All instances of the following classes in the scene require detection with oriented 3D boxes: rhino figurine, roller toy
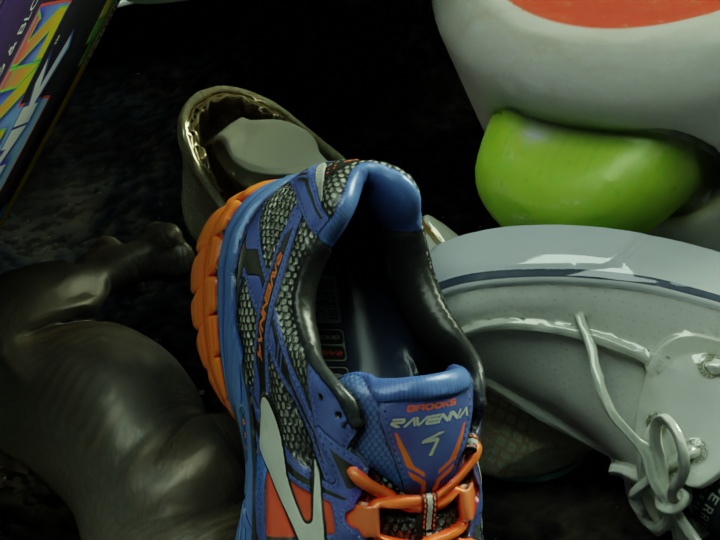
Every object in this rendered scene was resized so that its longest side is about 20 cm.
[{"bbox_3d":[-0.052,0.063,0.734,0.087,0.060,0.200,-28,60,-32],"label":"rhino figurine"},{"bbox_3d":[0.128,-0.078,0.774,0.199,0.140,0.183,-23,41,7],"label":"roller toy"}]

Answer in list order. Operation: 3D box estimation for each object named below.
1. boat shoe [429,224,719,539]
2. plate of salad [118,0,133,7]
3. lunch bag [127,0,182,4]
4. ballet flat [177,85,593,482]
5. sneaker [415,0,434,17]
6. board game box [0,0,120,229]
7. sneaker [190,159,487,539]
[{"bbox_3d":[0.105,0.051,0.694,0.201,0.075,0.086,15,57,2],"label":"boat shoe"},{"bbox_3d":[-0.115,-0.163,0.989,0.199,0.048,0.201,-3,46,3],"label":"plate of salad"},{"bbox_3d":[-0.021,-0.169,0.782,0.199,0.077,0.161,-6,59,40],"label":"lunch bag"},{"bbox_3d":[0.000,0.000,0.786,0.067,0.063,0.200,-36,49,-23],"label":"ballet flat"},{"bbox_3d":[0.085,-0.140,0.897,0.198,0.076,0.115,-1,48,18],"label":"sneaker"},{"bbox_3d":[-0.125,-0.049,0.674,0.057,0.201,0.165,29,11,0],"label":"board game box"},{"bbox_3d":[0.003,0.059,0.664,0.075,0.078,0.201,-8,72,-30],"label":"sneaker"}]
